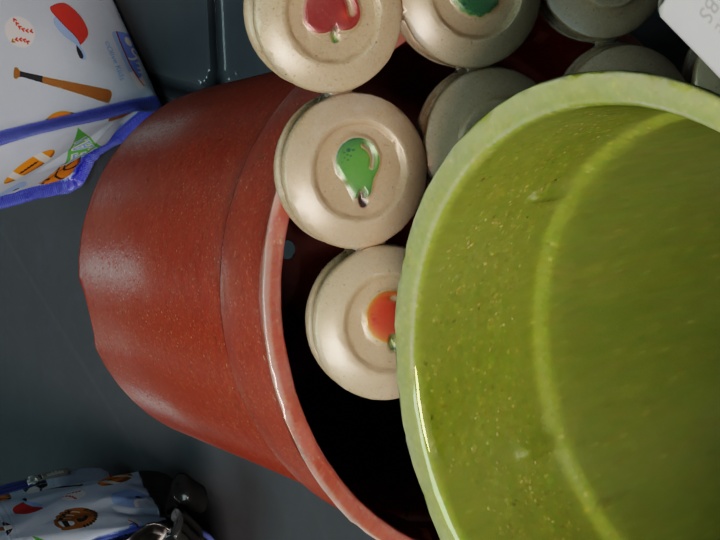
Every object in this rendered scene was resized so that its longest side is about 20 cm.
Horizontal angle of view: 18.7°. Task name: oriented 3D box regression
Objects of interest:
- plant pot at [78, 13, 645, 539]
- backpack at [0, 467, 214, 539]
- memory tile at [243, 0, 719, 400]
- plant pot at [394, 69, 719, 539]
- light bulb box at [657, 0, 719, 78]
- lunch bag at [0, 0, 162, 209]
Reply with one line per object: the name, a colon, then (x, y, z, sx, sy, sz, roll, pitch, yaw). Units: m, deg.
plant pot: (0.000, 0.000, 0.826, 0.195, 0.200, 0.202, 5, 107, 57)
backpack: (-0.169, 0.192, 1.081, 0.154, 0.190, 0.201, 29, 126, 59)
memory tile: (0.066, -0.047, 0.717, 0.017, 0.199, 0.154, -171, 69, -68)
plant pot: (0.145, 0.022, 0.651, 0.200, 0.190, 0.201, 21, 120, 43)
light bulb box: (0.210, -0.110, 0.519, 0.125, 0.200, 0.199, 50, 135, 24)
lunch bag: (-0.225, -0.107, 1.027, 0.124, 0.200, 0.170, -38, 75, 49)
